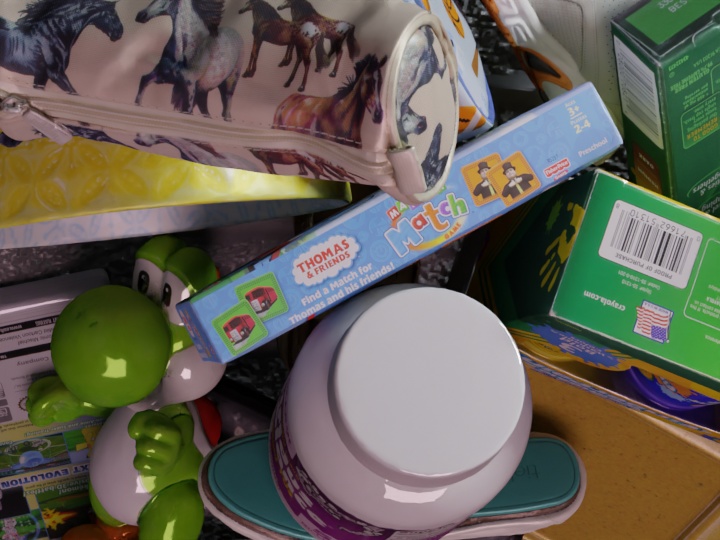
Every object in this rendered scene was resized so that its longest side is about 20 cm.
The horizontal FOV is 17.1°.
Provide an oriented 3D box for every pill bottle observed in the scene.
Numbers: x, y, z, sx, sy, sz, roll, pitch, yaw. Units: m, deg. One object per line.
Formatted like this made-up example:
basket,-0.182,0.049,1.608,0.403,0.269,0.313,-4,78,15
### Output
pill bottle,0.018,0.068,1.106,0.112,0.112,0.200,-4,167,-8

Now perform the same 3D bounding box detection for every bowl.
bowl,-0.107,-0.073,1.106,0.200,0.200,0.108,-6,88,-6

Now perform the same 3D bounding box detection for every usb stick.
usb stick,-0.005,0.113,1.297,0.200,0.033,0.055,26,140,3

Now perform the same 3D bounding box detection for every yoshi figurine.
yoshi figurine,-0.122,0.080,1.223,0.112,0.112,0.200,8,113,2

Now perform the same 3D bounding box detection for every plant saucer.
plant saucer,0.122,0.095,1.277,0.200,0.048,0.200,29,137,-5

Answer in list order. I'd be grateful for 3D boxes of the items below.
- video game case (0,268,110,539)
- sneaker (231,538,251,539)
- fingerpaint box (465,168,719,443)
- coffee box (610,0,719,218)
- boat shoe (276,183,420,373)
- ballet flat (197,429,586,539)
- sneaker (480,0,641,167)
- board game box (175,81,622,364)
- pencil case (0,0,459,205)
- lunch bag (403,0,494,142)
video game case,-0.217,0.089,1.297,0.200,0.022,0.182,-12,131,-2
sneaker,-0.101,0.188,1.385,0.200,0.075,0.085,26,151,-38
fingerpaint box,0.162,0.031,1.114,0.200,0.167,0.073,22,81,-10
coffee box,0.187,-0.074,1.176,0.123,0.044,0.200,-34,143,-13
boat shoe,0.000,0.000,1.227,0.076,0.074,0.200,-3,131,-9
ballet flat,0.016,0.118,1.233,0.200,0.069,0.070,-1,131,-7
sneaker,0.103,-0.140,1.137,0.092,0.076,0.200,-33,138,6
board game box,0.012,-0.019,1.102,0.200,0.151,0.037,-28,91,-7
pencil case,-0.057,-0.075,0.958,0.200,0.090,0.078,10,143,20
lunch bag,-0.013,-0.144,1.043,0.075,0.160,0.200,-25,131,10
